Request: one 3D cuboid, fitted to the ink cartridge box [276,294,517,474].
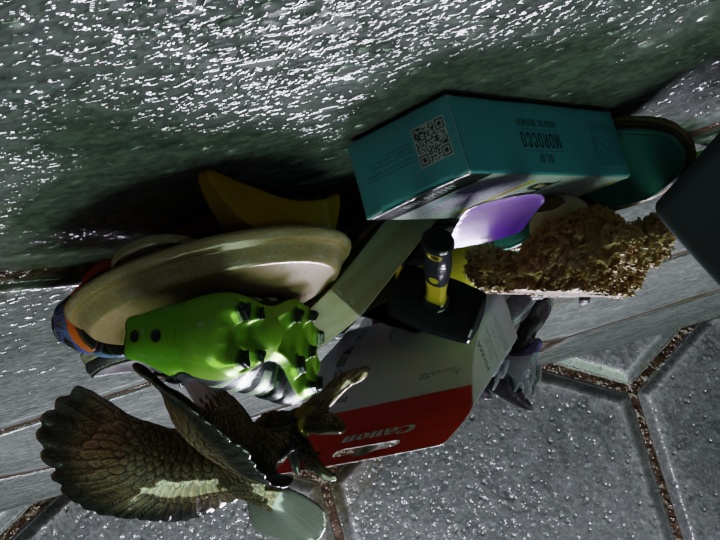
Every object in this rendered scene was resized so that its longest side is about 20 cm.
[{"bbox_3d":[0.025,0.091,1.116,0.159,0.048,0.200,-14,-165,28],"label":"ink cartridge box"}]

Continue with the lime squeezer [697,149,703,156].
[{"bbox_3d":[0.222,-0.084,1.090,0.199,0.038,0.071,-13,-159,-23],"label":"lime squeezer"}]

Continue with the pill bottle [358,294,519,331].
[{"bbox_3d":[0.073,0.054,1.354,0.109,0.110,0.200,-12,169,-25],"label":"pill bottle"}]

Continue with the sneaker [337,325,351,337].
[{"bbox_3d":[-0.055,0.031,1.174,0.082,0.074,0.200,-31,174,21],"label":"sneaker"}]

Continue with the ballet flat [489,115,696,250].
[{"bbox_3d":[0.164,-0.073,0.990,0.199,0.069,0.063,-23,-164,45],"label":"ballet flat"}]

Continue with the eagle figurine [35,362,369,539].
[{"bbox_3d":[-0.111,0.122,0.978,0.150,0.153,0.199,30,-159,34],"label":"eagle figurine"}]

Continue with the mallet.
[{"bbox_3d":[0.058,0.010,0.861,0.065,0.041,0.200,21,169,0],"label":"mallet"}]

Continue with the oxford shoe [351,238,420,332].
[{"bbox_3d":[0.047,0.012,1.159,0.199,0.085,0.073,-12,168,-34],"label":"oxford shoe"}]

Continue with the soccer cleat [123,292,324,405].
[{"bbox_3d":[-0.078,0.046,0.847,0.080,0.068,0.200,-1,170,17],"label":"soccer cleat"}]

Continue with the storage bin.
[{"bbox_3d":[0.299,-0.049,0.926,0.134,0.146,0.200,-46,160,22],"label":"storage bin"}]

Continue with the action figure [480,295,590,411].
[{"bbox_3d":[0.158,0.022,1.217,0.130,0.069,0.201,11,108,-49],"label":"action figure"}]

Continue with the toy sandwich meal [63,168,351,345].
[{"bbox_3d":[-0.095,-0.011,0.864,0.204,0.071,0.205,-15,167,-3],"label":"toy sandwich meal"}]

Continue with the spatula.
[{"bbox_3d":[0.062,-0.022,0.885,0.056,0.021,0.200,-12,177,-17],"label":"spatula"}]

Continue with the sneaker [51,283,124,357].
[{"bbox_3d":[-0.140,0.025,1.005,0.199,0.076,0.078,0,175,-42],"label":"sneaker"}]

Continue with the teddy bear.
[{"bbox_3d":[0.149,-0.014,0.951,0.144,0.067,0.200,-2,176,31],"label":"teddy bear"}]

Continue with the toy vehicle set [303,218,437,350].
[{"bbox_3d":[0.000,0.000,0.983,0.124,0.026,0.200,-51,-177,-21],"label":"toy vehicle set"}]

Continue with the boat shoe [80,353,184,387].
[{"bbox_3d":[-0.151,0.075,1.233,0.199,0.065,0.072,-11,170,-26],"label":"boat shoe"}]

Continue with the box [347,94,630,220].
[{"bbox_3d":[0.087,-0.069,0.869,0.082,0.050,0.199,-23,168,36],"label":"box"}]

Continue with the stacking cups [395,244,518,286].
[{"bbox_3d":[0.116,-0.025,1.102,0.199,0.061,0.060,-23,176,-38],"label":"stacking cups"}]
